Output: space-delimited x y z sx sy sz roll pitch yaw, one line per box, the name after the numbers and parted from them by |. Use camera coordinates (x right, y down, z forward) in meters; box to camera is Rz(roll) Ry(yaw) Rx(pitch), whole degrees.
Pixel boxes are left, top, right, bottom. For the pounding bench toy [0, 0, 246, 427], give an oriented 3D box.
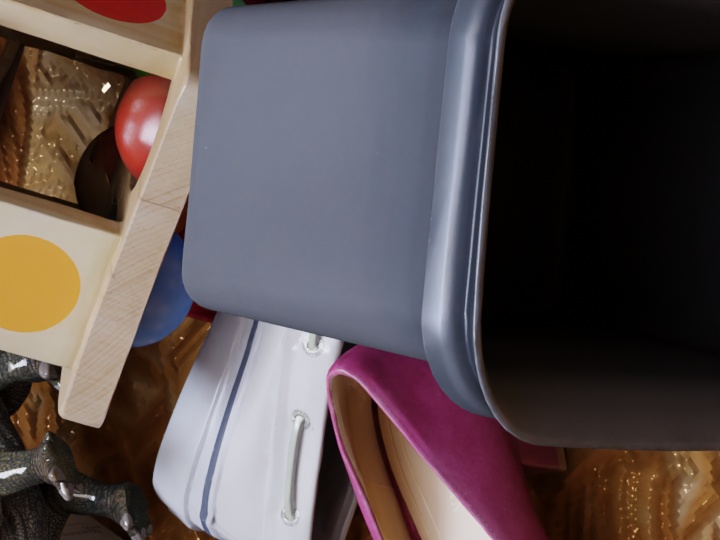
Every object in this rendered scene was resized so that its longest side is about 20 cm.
-0.115 -0.071 0.920 0.200 0.156 0.124 -92 22 -57 | pounding bench toy

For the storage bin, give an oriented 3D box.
0.053 -0.032 0.805 0.134 0.200 0.146 7 93 44 | storage bin

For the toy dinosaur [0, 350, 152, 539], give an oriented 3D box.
-0.129 0.056 0.945 0.102 0.077 0.200 -23 74 17 | toy dinosaur

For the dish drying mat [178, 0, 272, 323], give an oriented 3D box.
-0.050 -0.085 0.964 0.077 0.018 0.200 9 96 56 | dish drying mat

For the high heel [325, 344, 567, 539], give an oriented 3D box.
0.039 0.115 0.861 0.067 0.096 0.200 -13 81 33 | high heel

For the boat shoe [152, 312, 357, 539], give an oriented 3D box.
0.000 0.000 0.914 0.067 0.074 0.200 29 116 23 | boat shoe

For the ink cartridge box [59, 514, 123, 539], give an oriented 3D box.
-0.140 0.169 1.016 0.173 0.044 0.200 32 106 31 | ink cartridge box
